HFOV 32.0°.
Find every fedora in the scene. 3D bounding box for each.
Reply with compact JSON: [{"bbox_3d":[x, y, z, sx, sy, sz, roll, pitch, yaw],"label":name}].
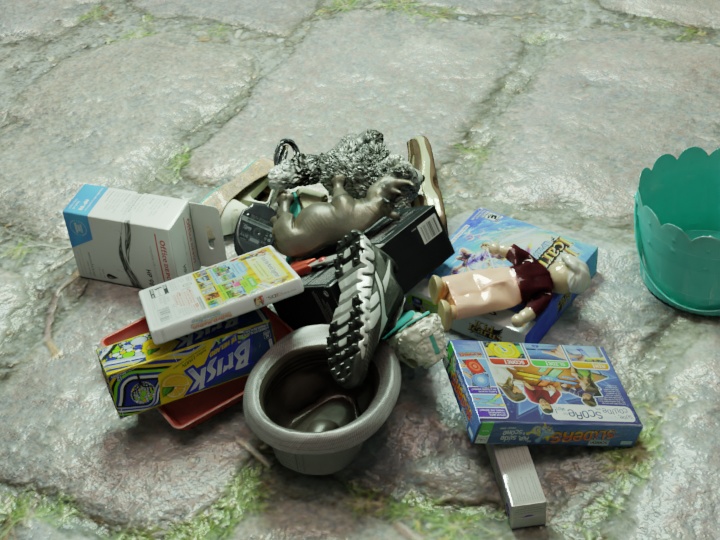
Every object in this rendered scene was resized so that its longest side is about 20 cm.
[{"bbox_3d":[-0.042,0.159,1.433,0.177,0.090,0.200,5,37,11],"label":"fedora"}]

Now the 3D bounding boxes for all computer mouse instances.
[{"bbox_3d":[-0.128,-0.096,1.745,0.059,0.034,0.200,25,64,-10],"label":"computer mouse"}]

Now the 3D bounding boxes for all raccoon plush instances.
[{"bbox_3d":[-0.013,-0.110,1.696,0.200,0.097,0.134,-23,32,-6],"label":"raccoon plush"}]

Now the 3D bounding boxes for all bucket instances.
[{"bbox_3d":[0.448,-0.048,1.595,0.207,0.135,0.207,-3,39,3],"label":"bucket"}]

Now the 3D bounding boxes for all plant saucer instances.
[{"bbox_3d":[-0.189,0.106,1.555,0.199,0.037,0.200,-28,44,-25],"label":"plant saucer"}]

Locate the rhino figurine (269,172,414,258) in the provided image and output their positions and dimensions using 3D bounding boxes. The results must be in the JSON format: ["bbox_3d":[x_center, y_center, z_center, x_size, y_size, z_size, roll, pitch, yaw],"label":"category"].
[{"bbox_3d":[-0.024,-0.073,1.585,0.200,0.060,0.088,-19,46,11],"label":"rhino figurine"}]

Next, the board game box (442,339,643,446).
[{"bbox_3d":[0.206,0.139,1.430,0.200,0.035,0.135,4,38,-17],"label":"board game box"}]

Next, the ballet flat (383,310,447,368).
[{"bbox_3d":[0.062,0.088,1.491,0.072,0.072,0.200,-11,-1,-7],"label":"ballet flat"}]

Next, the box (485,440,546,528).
[{"bbox_3d":[0.163,0.198,1.406,0.041,0.039,0.200,-9,40,-5],"label":"box"}]

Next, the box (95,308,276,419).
[{"bbox_3d":[-0.202,0.102,1.476,0.200,0.064,0.070,-19,29,-15],"label":"box"}]

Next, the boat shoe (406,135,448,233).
[{"bbox_3d":[0.073,-0.118,1.768,0.075,0.075,0.202,-10,40,3],"label":"boat shoe"}]

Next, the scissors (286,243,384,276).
[{"bbox_3d":[-0.055,-0.012,1.551,0.200,0.014,0.073,-22,16,19],"label":"scissors"}]

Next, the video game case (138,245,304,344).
[{"bbox_3d":[-0.173,0.026,1.517,0.182,0.023,0.200,-20,16,-9],"label":"video game case"}]

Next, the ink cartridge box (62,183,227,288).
[{"bbox_3d":[-0.286,-0.039,1.674,0.200,0.116,0.067,10,42,17],"label":"ink cartridge box"}]

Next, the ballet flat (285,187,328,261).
[{"bbox_3d":[-0.065,-0.054,1.705,0.069,0.070,0.200,-4,32,1],"label":"ballet flat"}]

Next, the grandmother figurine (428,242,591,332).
[{"bbox_3d":[0.187,0.017,1.541,0.200,0.061,0.121,-9,69,-11],"label":"grandmother figurine"}]

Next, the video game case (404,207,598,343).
[{"bbox_3d":[0.183,0.010,1.625,0.181,0.046,0.200,22,47,27],"label":"video game case"}]

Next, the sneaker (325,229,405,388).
[{"bbox_3d":[0.013,0.051,1.438,0.090,0.066,0.200,27,49,-30],"label":"sneaker"}]

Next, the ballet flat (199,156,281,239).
[{"bbox_3d":[-0.168,-0.096,1.773,0.067,0.068,0.200,25,50,21],"label":"ballet flat"}]

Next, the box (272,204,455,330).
[{"bbox_3d":[0.000,0.000,1.589,0.200,0.079,0.141,-38,23,-33],"label":"box"}]
